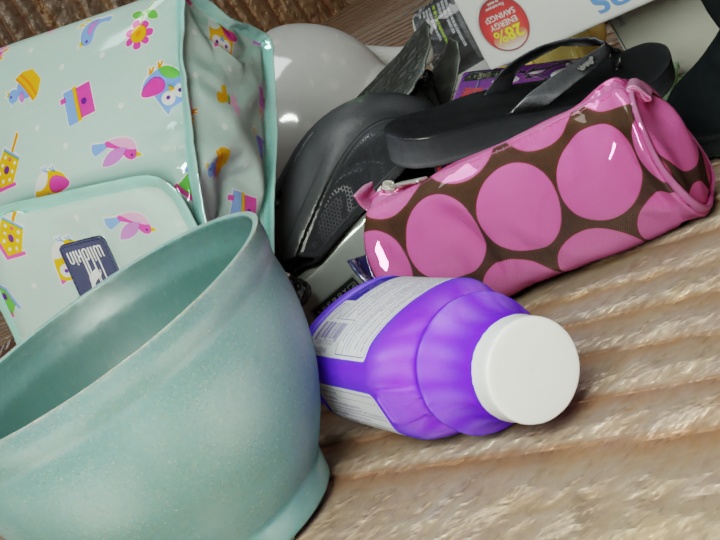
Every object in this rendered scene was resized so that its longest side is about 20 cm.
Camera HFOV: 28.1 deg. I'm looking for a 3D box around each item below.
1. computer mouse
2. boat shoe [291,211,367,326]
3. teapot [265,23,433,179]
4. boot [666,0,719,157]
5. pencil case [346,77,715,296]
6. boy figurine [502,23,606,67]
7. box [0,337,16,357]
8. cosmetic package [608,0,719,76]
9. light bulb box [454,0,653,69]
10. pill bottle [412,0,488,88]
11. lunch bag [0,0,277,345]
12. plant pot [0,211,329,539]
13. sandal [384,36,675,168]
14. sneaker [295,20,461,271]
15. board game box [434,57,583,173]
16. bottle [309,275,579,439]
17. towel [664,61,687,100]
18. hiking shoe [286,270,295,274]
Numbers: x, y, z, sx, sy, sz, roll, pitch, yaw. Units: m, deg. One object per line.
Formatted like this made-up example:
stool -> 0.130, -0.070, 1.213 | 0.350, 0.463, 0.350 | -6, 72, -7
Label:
computer mouse -> -0.029, -0.050, 0.925 | 0.200, 0.053, 0.138 | -50, 19, -17
boat shoe -> 0.000, 0.000, 0.943 | 0.199, 0.071, 0.064 | -34, 14, 3
teapot -> -0.019, -0.118, 1.259 | 0.145, 0.202, 0.197 | 8, 4, 17
boot -> 0.205, -0.154, 0.792 | 0.076, 0.169, 0.200 | -37, 13, -19
pencil case -> 0.093, -0.039, 0.804 | 0.199, 0.094, 0.091 | -24, 4, 31
boy figurine -> 0.162, -0.192, 1.279 | 0.124, 0.065, 0.200 | -29, 10, 5
box -> -0.211, 0.074, 1.116 | 0.199, 0.101, 0.075 | -33, 13, -2
cosmetic package -> 0.285, -0.227, 1.081 | 0.200, 0.073, 0.103 | -41, 15, -30
light bulb box -> 0.179, -0.265, 1.030 | 0.197, 0.125, 0.200 | -19, 18, 41
pill bottle -> 0.160, -0.262, 1.442 | 0.199, 0.107, 0.106 | -29, 13, 19
lunch bag -> -0.140, -0.046, 0.867 | 0.169, 0.202, 0.122 | -11, -16, 26
plant pot -> -0.098, 0.083, 0.724 | 0.199, 0.135, 0.200 | -31, 16, 10
sandal -> 0.109, -0.110, 0.877 | 0.199, 0.043, 0.076 | -19, 23, -20
sneaker -> 0.012, -0.080, 1.061 | 0.200, 0.060, 0.104 | -53, 31, 20
board game box -> 0.117, -0.102, 0.952 | 0.119, 0.033, 0.200 | -10, 20, 13
bottle -> 0.037, 0.042, 0.705 | 0.083, 0.066, 0.200 | -38, 14, -18
towel -> 0.133, -0.076, 1.011 | 0.199, 0.023, 0.153 | -25, 16, 28
hiking shoe -> -0.012, -0.050, 1.122 | 0.200, 0.074, 0.087 | -44, -8, -4
